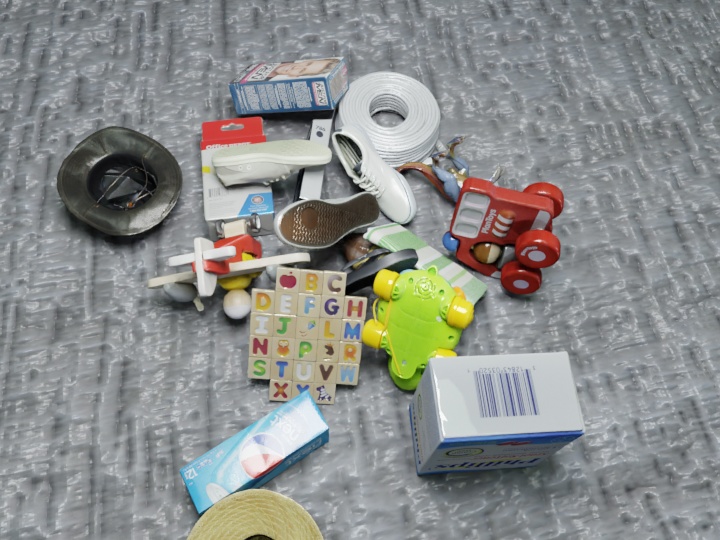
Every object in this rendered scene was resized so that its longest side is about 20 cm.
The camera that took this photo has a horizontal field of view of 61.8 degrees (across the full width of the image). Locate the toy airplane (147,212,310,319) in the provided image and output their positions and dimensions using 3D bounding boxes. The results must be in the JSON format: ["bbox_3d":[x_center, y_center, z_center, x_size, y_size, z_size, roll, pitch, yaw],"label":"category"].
[{"bbox_3d":[-0.194,0.006,0.885,0.196,0.198,0.146,-21,107,-34],"label":"toy airplane"}]

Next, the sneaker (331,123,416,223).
[{"bbox_3d":[0.016,-0.159,1.026,0.201,0.073,0.070,52,37,6],"label":"sneaker"}]

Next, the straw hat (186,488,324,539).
[{"bbox_3d":[-0.127,0.378,0.745,0.194,0.085,0.208,-1,73,2],"label":"straw hat"}]

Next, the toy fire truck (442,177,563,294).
[{"bbox_3d":[0.215,-0.058,0.934,0.163,0.202,0.115,14,59,3],"label":"toy fire truck"}]

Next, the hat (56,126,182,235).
[{"bbox_3d":[-0.391,-0.135,1.004,0.194,0.081,0.207,3,69,-7],"label":"hat"}]

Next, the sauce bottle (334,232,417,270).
[{"bbox_3d":[0.024,-0.017,0.979,0.197,0.065,0.065,34,64,16],"label":"sauce bottle"}]

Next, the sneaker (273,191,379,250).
[{"bbox_3d":[-0.062,-0.069,0.911,0.197,0.083,0.075,-15,94,-44],"label":"sneaker"}]

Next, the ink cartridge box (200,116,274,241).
[{"bbox_3d":[-0.211,-0.160,1.034,0.112,0.068,0.205,-6,63,-7],"label":"ink cartridge box"}]

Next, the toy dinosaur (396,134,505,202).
[{"bbox_3d":[0.191,-0.137,1.049,0.105,0.197,0.185,-43,114,-38],"label":"toy dinosaur"}]

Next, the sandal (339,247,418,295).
[{"bbox_3d":[-0.001,0.000,0.898,0.075,0.197,0.044,0,73,-48],"label":"sandal"}]

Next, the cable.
[{"bbox_3d":[0.050,-0.277,1.114,0.194,0.070,0.204,-15,64,-12],"label":"cable"}]

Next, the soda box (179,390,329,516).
[{"bbox_3d":[-0.139,0.251,0.820,0.197,0.068,0.065,-30,67,-18],"label":"soda box"}]

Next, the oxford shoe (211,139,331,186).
[{"bbox_3d":[-0.140,-0.169,0.962,0.193,0.059,0.076,-5,29,6],"label":"oxford shoe"}]

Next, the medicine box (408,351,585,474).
[{"bbox_3d":[0.167,0.194,0.797,0.176,0.202,0.106,-2,61,-5],"label":"medicine box"}]

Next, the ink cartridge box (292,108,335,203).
[{"bbox_3d":[-0.084,-0.177,1.033,0.038,0.100,0.205,14,60,-11],"label":"ink cartridge box"}]

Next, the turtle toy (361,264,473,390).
[{"bbox_3d":[0.081,0.084,0.855,0.142,0.205,0.101,20,23,16],"label":"turtle toy"}]

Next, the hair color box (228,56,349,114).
[{"bbox_3d":[-0.128,-0.334,1.087,0.194,0.062,0.101,3,39,20],"label":"hair color box"}]

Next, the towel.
[{"bbox_3d":[0.107,-0.011,0.951,0.198,0.152,0.024,36,107,14],"label":"towel"}]

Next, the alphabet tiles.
[{"bbox_3d":[-0.077,0.097,0.858,0.161,0.206,0.006,5,18,-5],"label":"alphabet tiles"}]
